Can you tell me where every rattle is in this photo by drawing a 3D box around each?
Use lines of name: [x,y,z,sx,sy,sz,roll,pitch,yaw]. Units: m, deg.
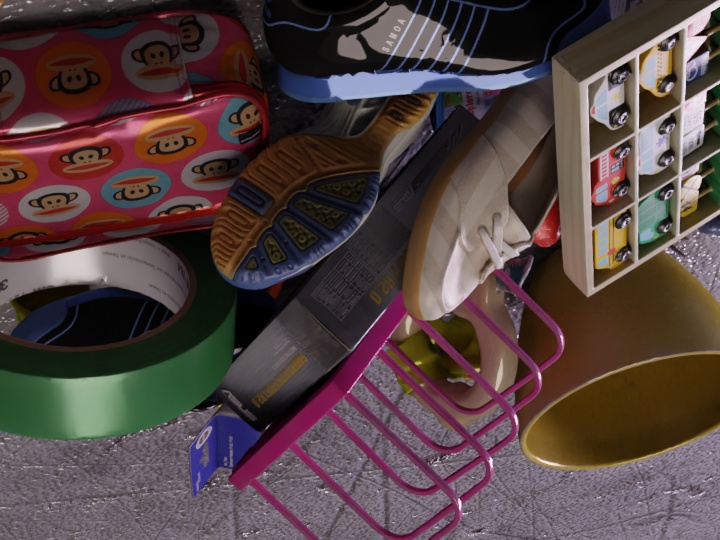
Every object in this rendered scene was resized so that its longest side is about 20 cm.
rattle: [0.114,0.024,1.155,0.142,0.131,0.201,-2,129,-31]

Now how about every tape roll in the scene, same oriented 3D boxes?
tape roll: [-0.177,0.027,0.917,0.198,0.201,0.049,-5,124,-15]

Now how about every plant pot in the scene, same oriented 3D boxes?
plant pot: [0.206,0.054,1.183,0.198,0.143,0.201,-11,150,-6]

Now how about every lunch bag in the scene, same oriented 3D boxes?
lunch bag: [-0.155,-0.072,0.887,0.198,0.083,0.177,-10,154,-8]

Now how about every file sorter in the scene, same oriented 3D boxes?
file sorter: [0.034,0.090,0.986,0.125,0.200,0.139,43,133,-3]

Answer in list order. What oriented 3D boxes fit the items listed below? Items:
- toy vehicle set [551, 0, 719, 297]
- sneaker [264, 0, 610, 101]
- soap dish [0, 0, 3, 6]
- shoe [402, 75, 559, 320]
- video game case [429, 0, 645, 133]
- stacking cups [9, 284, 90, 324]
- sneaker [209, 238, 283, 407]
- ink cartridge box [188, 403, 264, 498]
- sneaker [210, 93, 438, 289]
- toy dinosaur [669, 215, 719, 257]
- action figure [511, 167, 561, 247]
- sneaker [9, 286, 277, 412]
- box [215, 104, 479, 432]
toy vehicle set: [0.176,-0.080,0.878,0.124,0.027,0.201,-31,144,-13]
sneaker: [0.044,-0.149,0.819,0.198,0.071,0.078,-10,134,-2]
soap dish: [-0.277,-0.127,0.734,0.156,0.082,0.200,13,139,-38]
shoe: [0.089,-0.055,0.881,0.053,0.201,0.070,22,164,33]
video game case: [0.142,-0.152,0.934,0.198,0.018,0.144,-12,151,-4]
stacking cups: [-0.223,0.051,1.093,0.060,0.061,0.200,-9,155,-9]
sneaker: [-0.087,0.038,1.098,0.072,0.078,0.201,-8,148,-7]
ink cartridge box: [-0.059,0.086,1.108,0.200,0.037,0.095,-50,163,-27]
sneaker: [-0.016,-0.054,0.891,0.200,0.075,0.088,-48,170,-23]
toy dinosaur: [0.221,-0.055,1.066,0.179,0.106,0.200,13,169,3]
action figure: [0.149,-0.083,0.967,0.199,0.099,0.066,-35,117,-3]
sneaker: [-0.137,0.059,0.996,0.198,0.078,0.071,-7,131,-21]
box: [0.000,0.000,0.955,0.048,0.200,0.158,42,145,-3]
